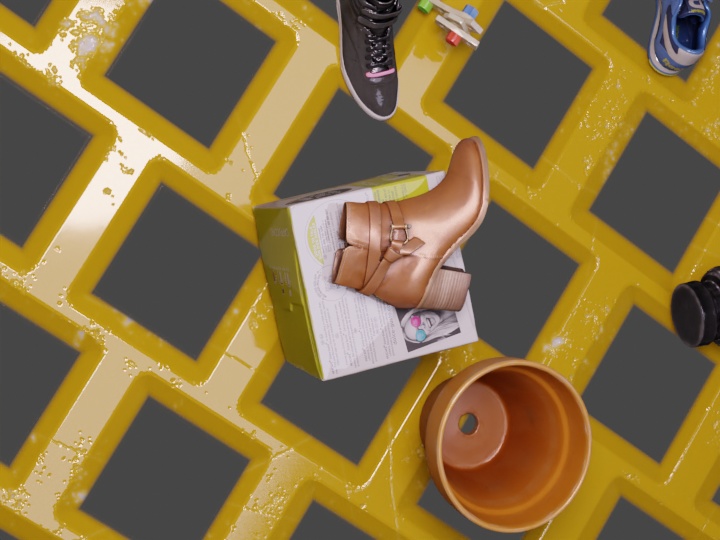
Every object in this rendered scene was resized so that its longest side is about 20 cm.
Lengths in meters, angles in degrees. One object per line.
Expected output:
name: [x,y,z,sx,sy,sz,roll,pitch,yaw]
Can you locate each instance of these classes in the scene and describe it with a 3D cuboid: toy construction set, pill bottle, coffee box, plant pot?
toy construction set: [0.138,-0.372,1.651,0.130,0.092,0.202,34,72,-15]
pill bottle: [0.521,0.043,1.760,0.197,0.112,0.114,-11,95,-16]
coffee box: [0.000,0.000,1.563,0.195,0.199,0.203,-13,96,-15]
plant pot: [0.157,0.202,1.624,0.197,0.183,0.204,-1,93,-16]

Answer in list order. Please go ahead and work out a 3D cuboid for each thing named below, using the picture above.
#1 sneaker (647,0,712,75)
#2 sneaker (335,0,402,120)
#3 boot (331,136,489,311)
sneaker: [0.426,-0.362,1.732,0.073,0.082,0.204,0,90,-14]
sneaker: [0.017,-0.285,1.609,0.070,0.099,0.203,-13,97,-17]
boot: [0.055,-0.061,1.438,0.152,0.074,0.204,11,85,-13]
